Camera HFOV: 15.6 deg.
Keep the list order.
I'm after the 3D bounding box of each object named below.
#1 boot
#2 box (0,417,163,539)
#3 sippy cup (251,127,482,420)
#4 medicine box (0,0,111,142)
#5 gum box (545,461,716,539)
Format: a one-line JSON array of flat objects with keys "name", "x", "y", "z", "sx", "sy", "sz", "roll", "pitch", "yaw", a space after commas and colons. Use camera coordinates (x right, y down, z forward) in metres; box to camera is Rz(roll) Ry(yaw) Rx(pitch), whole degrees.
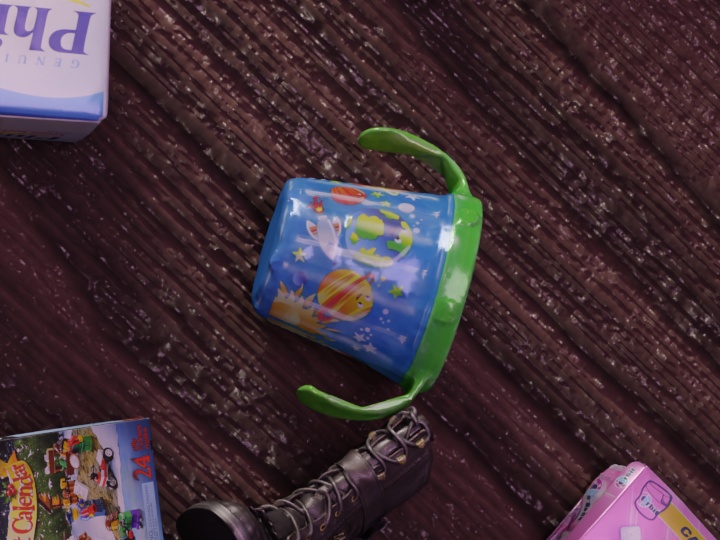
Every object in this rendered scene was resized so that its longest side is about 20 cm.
[{"name": "boot", "x": -0.027, "y": 0.146, "z": 1.686, "sx": 0.174, "sy": 0.200, "sz": 0.069, "roll": -38, "pitch": 72, "yaw": -12}, {"name": "box", "x": -0.184, "y": 0.200, "z": 1.660, "sx": 0.136, "sy": 0.038, "sz": 0.200, "roll": -6, "pitch": 89, "yaw": -45}, {"name": "sippy cup", "x": 0.000, "y": 0.000, "z": 1.740, "sx": 0.130, "sy": 0.140, "sz": 0.178, "roll": 15, "pitch": 34, "yaw": -6}, {"name": "medicine box", "x": -0.257, "y": -0.191, "z": 1.684, "sx": 0.182, "sy": 0.103, "sz": 0.200, "roll": 3, "pitch": 82, "yaw": -18}, {"name": "gum box", "x": 0.207, "y": 0.237, "z": 1.806, "sx": 0.200, "sy": 0.066, "sz": 0.114, "roll": 47, "pitch": 73, "yaw": -8}]
